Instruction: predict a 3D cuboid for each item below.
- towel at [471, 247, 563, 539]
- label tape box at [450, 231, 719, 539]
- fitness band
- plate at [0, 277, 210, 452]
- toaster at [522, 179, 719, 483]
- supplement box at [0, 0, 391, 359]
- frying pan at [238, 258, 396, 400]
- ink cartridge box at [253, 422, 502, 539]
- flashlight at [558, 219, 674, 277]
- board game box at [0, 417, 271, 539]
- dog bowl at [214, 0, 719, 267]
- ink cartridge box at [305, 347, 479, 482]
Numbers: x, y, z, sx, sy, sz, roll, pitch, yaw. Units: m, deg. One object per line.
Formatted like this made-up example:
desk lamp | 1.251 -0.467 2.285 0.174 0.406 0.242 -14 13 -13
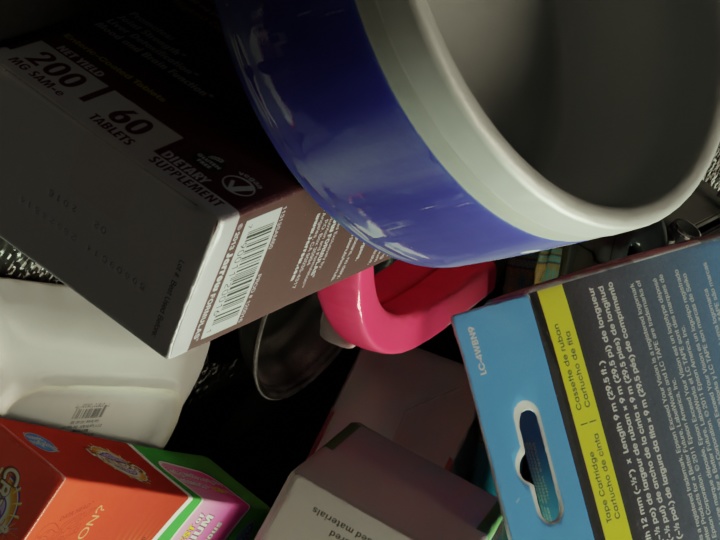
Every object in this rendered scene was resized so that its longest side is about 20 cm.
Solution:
towel | 0.075 0.048 1.381 0.147 0.022 0.200 -24 123 -82
label tape box | 0.115 0.069 1.289 0.200 0.143 0.066 -15 180 -37
fitness band | 0.029 -0.045 1.223 0.200 0.037 0.144 -34 136 -59
plate | -0.141 0.096 1.135 0.200 0.032 0.200 -59 158 10
toaster | 0.138 0.041 1.521 0.129 0.114 0.200 -27 152 -52
supplement box | -0.037 -0.046 1.033 0.200 0.109 0.061 -25 144 -53
frying pan | 0.003 -0.013 1.271 0.190 0.031 0.115 -37 150 -50
ink cartridge box | -0.027 0.176 1.241 0.200 0.084 0.146 -63 174 10
flashlight | 0.132 -0.074 1.360 0.068 0.068 0.200 -9 124 -27
board game box | -0.125 0.136 1.128 0.153 0.040 0.200 -57 159 5
dog bowl | 0.040 -0.104 0.993 0.079 0.200 0.200 -15 -175 37
ink cartridge box | 0.007 0.139 1.419 0.200 0.067 0.117 94 18 -52
